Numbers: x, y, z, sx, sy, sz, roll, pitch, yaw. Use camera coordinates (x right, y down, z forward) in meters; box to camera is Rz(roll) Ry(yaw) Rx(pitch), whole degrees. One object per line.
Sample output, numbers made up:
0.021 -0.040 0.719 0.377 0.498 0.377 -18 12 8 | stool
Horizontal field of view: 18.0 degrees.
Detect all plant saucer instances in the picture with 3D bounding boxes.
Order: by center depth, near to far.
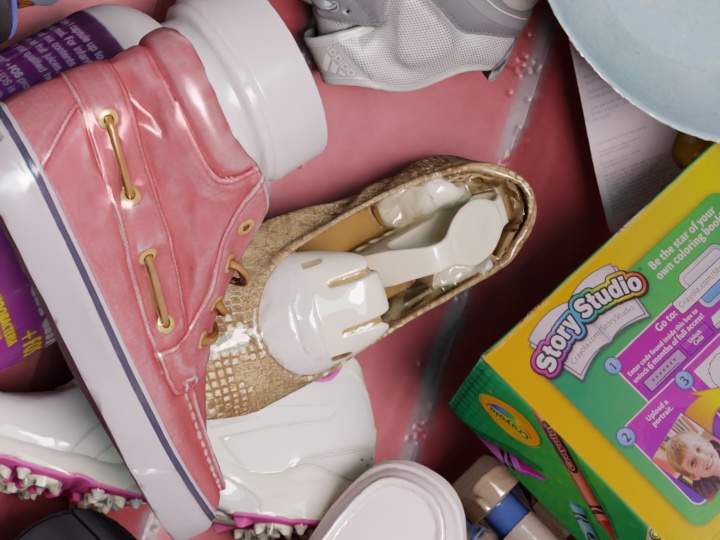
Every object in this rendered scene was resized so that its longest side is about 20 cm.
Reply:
0.155 -0.148 0.967 0.201 0.039 0.201 2 82 -18 | plant saucer

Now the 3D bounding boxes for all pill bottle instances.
-0.117 -0.037 0.902 0.200 0.112 0.112 -30 104 -15 | pill bottle

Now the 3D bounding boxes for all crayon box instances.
0.149 0.027 0.956 0.200 0.058 0.119 -41 81 -23 | crayon box

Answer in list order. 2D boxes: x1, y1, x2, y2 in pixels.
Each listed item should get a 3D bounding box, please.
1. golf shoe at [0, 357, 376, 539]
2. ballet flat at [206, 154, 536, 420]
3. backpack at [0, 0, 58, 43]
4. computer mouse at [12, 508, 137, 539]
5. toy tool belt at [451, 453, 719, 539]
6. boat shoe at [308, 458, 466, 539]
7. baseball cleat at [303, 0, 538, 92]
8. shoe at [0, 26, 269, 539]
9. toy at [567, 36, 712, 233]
-0.083 0.061 0.953 0.200 0.075 0.092 13 79 -27 | golf shoe
0.000 0.000 0.940 0.200 0.065 0.071 -35 108 -38 | ballet flat
-0.181 -0.165 0.833 0.154 0.200 0.191 -21 95 -22 | backpack
-0.060 0.163 0.952 0.140 0.046 0.200 -37 123 -15 | computer mouse
0.065 0.125 0.998 0.200 0.125 0.123 -37 75 -17 | toy tool belt
-0.017 0.169 0.904 0.071 0.069 0.200 24 88 14 | boat shoe
-0.019 -0.137 0.954 0.200 0.070 0.107 23 104 -11 | baseball cleat
-0.069 0.008 0.838 0.091 0.071 0.200 -28 124 -9 | shoe
0.132 -0.130 1.024 0.115 0.047 0.200 -21 107 -22 | toy
